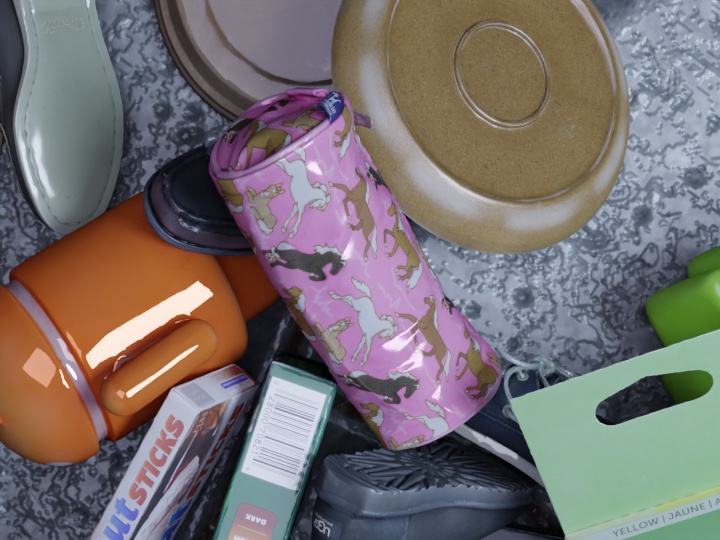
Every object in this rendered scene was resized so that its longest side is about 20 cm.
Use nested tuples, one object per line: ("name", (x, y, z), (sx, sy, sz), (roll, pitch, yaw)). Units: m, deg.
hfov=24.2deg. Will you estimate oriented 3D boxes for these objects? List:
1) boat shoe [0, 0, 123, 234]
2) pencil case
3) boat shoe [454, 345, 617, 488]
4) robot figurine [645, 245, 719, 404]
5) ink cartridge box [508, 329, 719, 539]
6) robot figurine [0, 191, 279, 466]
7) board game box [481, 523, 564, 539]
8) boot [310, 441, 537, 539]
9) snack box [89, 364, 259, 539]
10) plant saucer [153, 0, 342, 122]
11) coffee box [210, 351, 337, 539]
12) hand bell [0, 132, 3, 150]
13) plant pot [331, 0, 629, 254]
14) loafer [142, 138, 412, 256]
("boat shoe", (-0.190, -0.122, 1.004), (0.071, 0.060, 0.204), (-7, 93, -39))
("pencil case", (0.000, 0.000, 0.892), (0.086, 0.083, 0.201), (-26, 114, 8))
("boat shoe", (0.104, 0.085, 0.965), (0.199, 0.075, 0.062), (36, 111, 27))
("robot figurine", (0.251, 0.079, 0.964), (0.175, 0.115, 0.201), (-35, 94, -33))
("ink cartridge box", (0.175, 0.130, 0.872), (0.144, 0.048, 0.201), (-19, 127, 9))
("robot figurine", (-0.145, 0.033, 0.959), (0.199, 0.117, 0.144), (-33, 67, -19))
("board game box", (0.051, 0.248, 1.008), (0.133, 0.028, 0.203), (11, 89, 1))
("boot", (0.010, 0.202, 0.951), (0.164, 0.065, 0.202), (5, 107, -43))
("snack box", (-0.126, 0.145, 0.956), (0.024, 0.072, 0.201), (35, 111, 15))
("plant saucer", (-0.030, -0.179, 1.019), (0.197, 0.029, 0.203), (0, 89, 1))
("coffee box", (-0.062, 0.150, 0.965), (0.043, 0.123, 0.202), (18, 90, 0))
("hand bell", (-0.270, -0.088, 0.931), (0.103, 0.200, 0.106), (0, 89, 0))
("plant pot", (0.078, -0.110, 0.971), (0.198, 0.027, 0.203), (8, 72, -25))
("loafer", (-0.028, -0.057, 0.949), (0.198, 0.063, 0.073), (-9, 68, -37))
